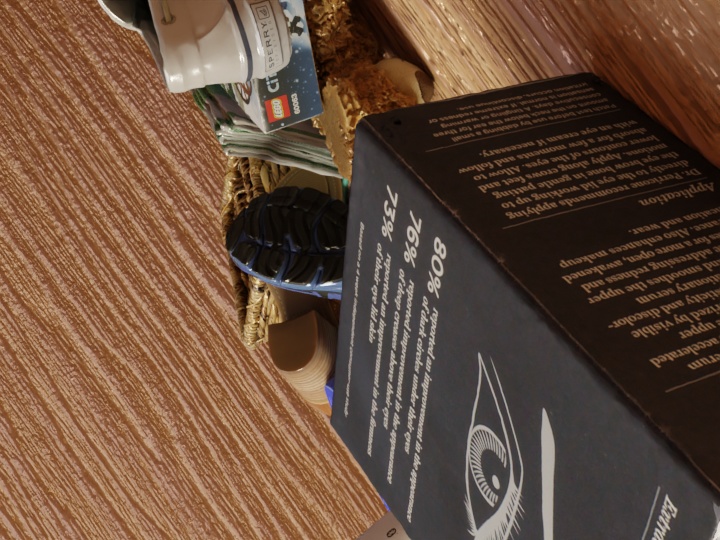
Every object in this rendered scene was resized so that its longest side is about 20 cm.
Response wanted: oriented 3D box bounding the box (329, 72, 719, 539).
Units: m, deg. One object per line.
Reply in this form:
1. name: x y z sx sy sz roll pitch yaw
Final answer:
1. box: 0.081 0.048 0.412 0.200 0.104 0.149 51 145 42

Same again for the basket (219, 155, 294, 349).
1. basket: -0.083 -0.055 1.132 0.143 0.148 0.201 58 -167 -45

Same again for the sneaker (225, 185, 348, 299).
1. sneaker: 0.000 0.000 0.849 0.199 0.076 0.079 14 155 14

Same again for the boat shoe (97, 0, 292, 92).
1. boat shoe: -0.102 -0.152 0.610 0.200 0.066 0.074 50 155 49

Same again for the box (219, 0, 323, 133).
1. box: -0.078 -0.193 0.671 0.137 0.037 0.201 48 154 52

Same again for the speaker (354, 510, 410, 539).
1. speaker: 0.090 0.143 0.771 0.081 0.200 0.081 50 180 0

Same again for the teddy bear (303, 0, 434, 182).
1. teddy bear: -0.012 -0.128 0.738 0.200 0.066 0.146 -132 25 -61

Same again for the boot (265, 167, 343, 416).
1. boot: -0.023 0.026 1.010 0.155 0.073 0.201 47 -138 -55

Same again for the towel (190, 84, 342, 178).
1. towel: -0.069 -0.126 0.988 0.148 0.031 0.200 13 -159 -27

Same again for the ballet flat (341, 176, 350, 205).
1. ballet flat: 0.026 -0.048 0.904 0.200 0.067 0.071 63 -173 -51

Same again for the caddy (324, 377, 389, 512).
1. caddy: 0.063 0.125 0.896 0.201 0.105 0.141 60 165 -4
